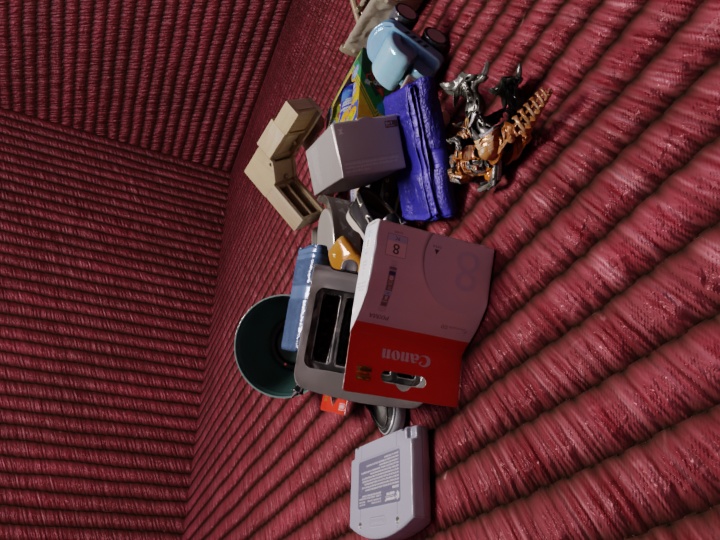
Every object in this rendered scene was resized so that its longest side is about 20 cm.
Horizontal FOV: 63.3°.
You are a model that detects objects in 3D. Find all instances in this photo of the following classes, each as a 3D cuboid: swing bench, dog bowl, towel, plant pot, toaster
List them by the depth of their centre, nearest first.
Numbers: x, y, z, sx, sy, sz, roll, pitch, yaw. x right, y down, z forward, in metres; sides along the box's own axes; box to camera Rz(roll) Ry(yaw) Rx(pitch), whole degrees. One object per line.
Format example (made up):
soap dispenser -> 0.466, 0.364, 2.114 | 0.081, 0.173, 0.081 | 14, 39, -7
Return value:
toaster -> 0.007, 0.093, 0.789 | 0.119, 0.179, 0.202 | 84, -163, -82
towel -> 0.080, -0.173, 0.869 | 0.147, 0.049, 0.202 | -172, 71, -69
towel -> -0.098, 0.053, 1.086 | 0.112, 0.048, 0.202 | 177, 105, -68
dog bowl -> -0.051, -0.052, 1.175 | 0.200, 0.058, 0.202 | 179, 90, -74
swing bench -> 0.053, -0.564, 1.182 | 0.199, 0.129, 0.202 | 149, 126, -62
plant pot -> -0.144, 0.152, 1.204 | 0.134, 0.198, 0.202 | 36, -114, -83

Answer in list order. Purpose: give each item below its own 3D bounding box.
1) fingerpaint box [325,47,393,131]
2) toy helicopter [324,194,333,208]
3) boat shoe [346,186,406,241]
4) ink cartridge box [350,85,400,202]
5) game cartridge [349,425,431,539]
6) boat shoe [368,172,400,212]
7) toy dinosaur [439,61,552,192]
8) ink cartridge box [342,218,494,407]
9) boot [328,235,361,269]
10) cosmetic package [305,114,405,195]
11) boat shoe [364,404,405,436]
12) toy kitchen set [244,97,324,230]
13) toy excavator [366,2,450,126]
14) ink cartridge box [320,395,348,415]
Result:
fingerpaint box -> -0.009, -0.291, 1.127 | 0.200, 0.073, 0.168 | 136, 142, -59
toy helicopter -> -0.069, -0.222, 1.397 | 0.200, 0.078, 0.133 | -96, 17, -65
boat shoe -> 0.043, -0.065, 0.924 | 0.200, 0.073, 0.061 | 53, 133, 46
ink cartridge box -> 0.031, -0.256, 1.164 | 0.200, 0.040, 0.201 | 124, 151, -46
game cartridge -> 0.039, 0.302, 0.813 | 0.200, 0.041, 0.134 | 134, 147, -55
boat shoe -> 0.033, -0.100, 1.037 | 0.074, 0.063, 0.203 | 4, 83, 65
toy dinosaur -> 0.169, -0.174, 0.721 | 0.199, 0.102, 0.137 | -16, 77, 47
ink cartridge box -> 0.071, 0.054, 0.699 | 0.047, 0.159, 0.202 | 162, 119, -68
boot -> 0.000, 0.000, 0.978 | 0.145, 0.070, 0.201 | 63, 152, 17
cosmetic package -> -0.014, -0.178, 0.927 | 0.200, 0.106, 0.091 | -170, 68, -75
boat shoe -> 0.018, 0.181, 0.910 | 0.200, 0.056, 0.069 | -114, 42, -59
toy kitchen set -> -0.100, -0.233, 1.237 | 0.181, 0.163, 0.200 | 49, 129, 9
toy excavator -> 0.080, -0.320, 0.967 | 0.100, 0.194, 0.200 | -50, 5, 49
ink cartridge box -> -0.045, 0.139, 0.949 | 0.200, 0.043, 0.175 | 143, 143, -72
